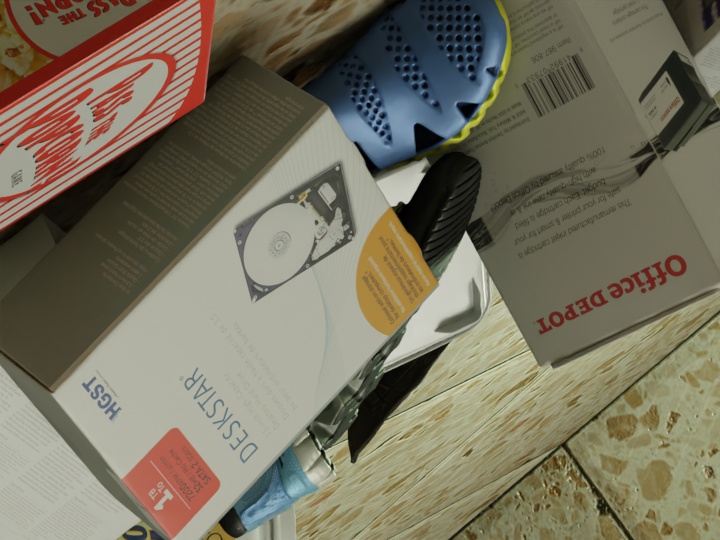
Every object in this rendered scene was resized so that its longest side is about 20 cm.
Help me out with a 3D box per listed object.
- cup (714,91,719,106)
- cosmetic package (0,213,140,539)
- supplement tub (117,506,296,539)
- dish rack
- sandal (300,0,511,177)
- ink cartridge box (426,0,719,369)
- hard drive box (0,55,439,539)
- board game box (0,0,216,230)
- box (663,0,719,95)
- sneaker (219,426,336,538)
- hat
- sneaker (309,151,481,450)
[{"bbox_3d":[0.227,-0.110,1.893,0.200,0.201,0.143,-36,142,-1],"label":"cup"},{"bbox_3d":[-0.168,0.074,1.508,0.150,0.052,0.200,-35,141,8],"label":"cosmetic package"},{"bbox_3d":[-0.156,0.176,1.849,0.199,0.145,0.144,-7,153,-38],"label":"supplement tub"},{"bbox_3d":[0.000,0.000,1.679,0.199,0.043,0.173,-24,128,-25],"label":"dish rack"},{"bbox_3d":[-0.002,-0.084,1.517,0.200,0.080,0.087,-41,164,18],"label":"sandal"},{"bbox_3d":[0.123,-0.066,1.562,0.144,0.201,0.084,-27,-178,42],"label":"ink cartridge box"},{"bbox_3d":[-0.075,0.019,1.431,0.200,0.077,0.156,-47,137,-11],"label":"hard drive box"},{"bbox_3d":[-0.156,-0.064,1.189,0.199,0.046,0.152,-34,169,-13],"label":"board game box"},{"bbox_3d":[0.193,-0.171,1.596,0.036,0.145,0.200,16,142,-26],"label":"box"},{"bbox_3d":[-0.104,0.100,1.628,0.090,0.079,0.200,-43,-148,-19],"label":"sneaker"},{"bbox_3d":[0.013,0.040,2.030,0.201,0.081,0.201,-58,-173,12],"label":"hat"},{"bbox_3d":[-0.007,0.003,1.572,0.201,0.088,0.074,-58,169,26],"label":"sneaker"}]
